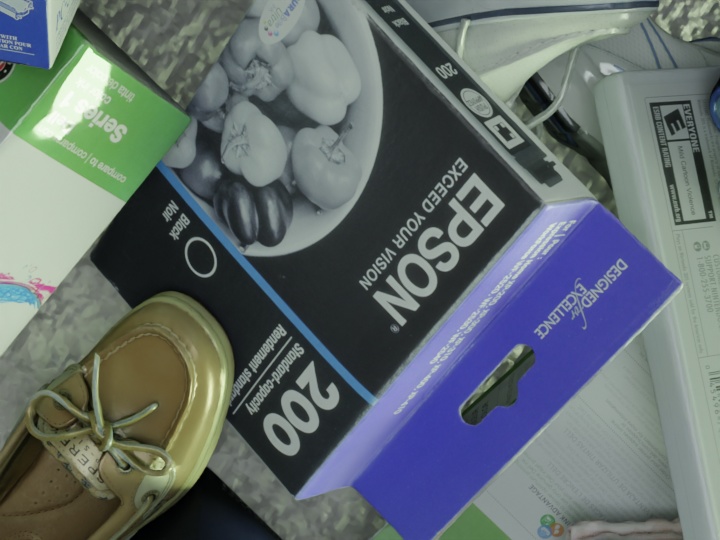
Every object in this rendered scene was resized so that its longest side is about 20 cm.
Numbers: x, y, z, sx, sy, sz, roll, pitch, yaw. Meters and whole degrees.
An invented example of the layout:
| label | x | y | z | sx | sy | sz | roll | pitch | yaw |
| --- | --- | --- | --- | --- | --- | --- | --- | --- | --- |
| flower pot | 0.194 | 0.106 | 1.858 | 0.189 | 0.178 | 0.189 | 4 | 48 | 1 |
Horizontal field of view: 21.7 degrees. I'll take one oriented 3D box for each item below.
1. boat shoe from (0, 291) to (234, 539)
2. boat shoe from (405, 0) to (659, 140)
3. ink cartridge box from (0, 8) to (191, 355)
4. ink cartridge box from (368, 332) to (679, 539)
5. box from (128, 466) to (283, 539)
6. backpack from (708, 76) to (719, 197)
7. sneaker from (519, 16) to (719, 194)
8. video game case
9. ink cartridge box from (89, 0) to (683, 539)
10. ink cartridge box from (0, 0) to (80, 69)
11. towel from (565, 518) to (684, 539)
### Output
| label | x | y | z | sx | sy | sz | roll | pitch | yaw |
| --- | --- | --- | --- | --- | --- | --- | --- | --- | --- |
| boat shoe | -0.125 | 0.095 | 0.814 | 0.073 | 0.063 | 0.201 | 41 | 112 | 12 |
| boat shoe | 0.038 | -0.072 | 0.780 | 0.200 | 0.074 | 0.087 | -10 | 89 | 34 |
| ink cartridge box | -0.190 | -0.039 | 0.778 | 0.200 | 0.084 | 0.145 | -50 | 58 | 4 |
| ink cartridge box | 0.090 | 0.100 | 0.847 | 0.104 | 0.059 | 0.200 | 43 | 108 | -7 |
| box | -0.038 | 0.208 | 0.794 | 0.123 | 0.198 | 0.200 | -45 | 98 | 1 |
| backpack | 0.252 | -0.049 | 0.719 | 0.182 | 0.199 | 0.148 | 38 | 66 | -19 |
| sneaker | 0.147 | -0.052 | 0.834 | 0.087 | 0.075 | 0.201 | -39 | 98 | -2 |
| video game case | 0.192 | 0.010 | 0.801 | 0.180 | 0.023 | 0.202 | -6 | 82 | -32 |
| ink cartridge box | 0.000 | 0.000 | 0.772 | 0.200 | 0.043 | 0.199 | 46 | 127 | 10 |
| ink cartridge box | -0.141 | -0.162 | 0.741 | 0.093 | 0.201 | 0.045 | 9 | 134 | 2 |
| towel | 0.178 | 0.193 | 0.846 | 0.197 | 0.032 | 0.193 | 0 | 122 | -8 |
